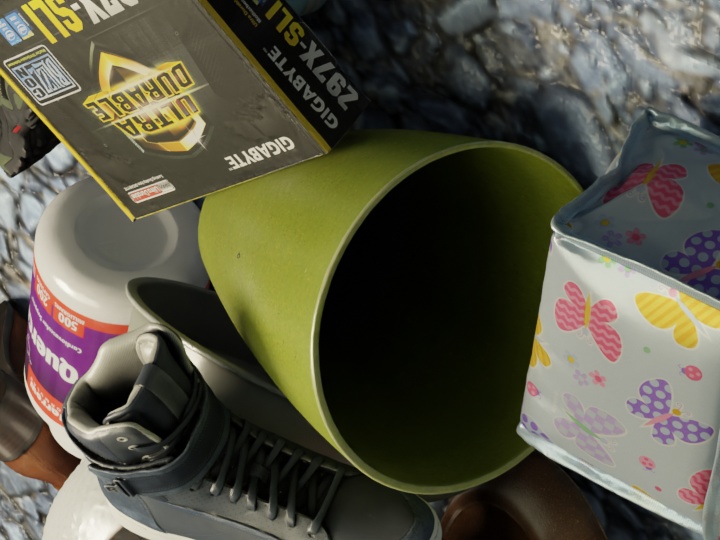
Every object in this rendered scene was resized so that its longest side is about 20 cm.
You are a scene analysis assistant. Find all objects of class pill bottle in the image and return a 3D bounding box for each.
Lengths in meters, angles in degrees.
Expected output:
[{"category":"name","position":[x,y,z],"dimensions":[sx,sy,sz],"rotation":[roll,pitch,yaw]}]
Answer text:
[{"category":"pill bottle","position":[-0.158,0.037,1.628],"dimensions":[0.112,0.112,0.200],"rotation":[38,144,19]}]

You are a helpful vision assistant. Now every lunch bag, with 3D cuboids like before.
[{"category":"lunch bag","position":[0.187,0.046,1.221],"dimensions":[0.200,0.127,0.170],"rotation":[27,142,17]}]

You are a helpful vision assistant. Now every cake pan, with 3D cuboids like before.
[{"category":"cake pan","position":[-0.051,0.063,1.471],"dimensions":[0.200,0.200,0.037],"rotation":[29,100,29]}]

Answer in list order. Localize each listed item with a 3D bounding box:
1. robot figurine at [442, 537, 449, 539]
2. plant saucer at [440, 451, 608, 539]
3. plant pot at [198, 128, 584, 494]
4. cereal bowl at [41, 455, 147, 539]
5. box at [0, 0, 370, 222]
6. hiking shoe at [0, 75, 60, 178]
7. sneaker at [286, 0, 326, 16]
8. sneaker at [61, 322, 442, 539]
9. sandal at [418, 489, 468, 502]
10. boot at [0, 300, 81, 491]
[{"category":"robot figurine","position":[0.019,0.231,1.451],"dimensions":[0.144,0.116,0.200],"rotation":[9,118,67]},{"category":"plant saucer","position":[0.092,0.205,1.486],"dimensions":[0.200,0.032,0.201],"rotation":[22,114,60]},{"category":"plant pot","position":[0.000,0.000,1.367],"dimensions":[0.200,0.187,0.187],"rotation":[25,141,53]},{"category":"cereal bowl","position":[-0.119,0.140,1.619],"dimensions":[0.083,0.200,0.200],"rotation":[56,151,25]},{"category":"box","position":[-0.110,-0.114,1.352],"dimensions":[0.160,0.049,0.200],"rotation":[51,147,-17]},{"category":"hiking shoe","position":[-0.219,-0.137,1.565],"dimensions":[0.101,0.076,0.200],"rotation":[43,147,6]},{"category":"sneaker","position":[-0.100,-0.208,1.350],"dimensions":[0.200,0.082,0.074],"rotation":[51,146,0]},{"category":"sneaker","position":[-0.063,0.101,1.332],"dimensions":[0.202,0.077,0.146],"rotation":[10,147,21]},{"category":"sandal","position":[0.008,0.144,1.543],"dimensions":[0.201,0.080,0.057],"rotation":[-11,103,63]},{"category":"boot","position":[-0.197,0.121,1.795],"dimensions":[0.200,0.068,0.188],"rotation":[42,-178,-26]}]
